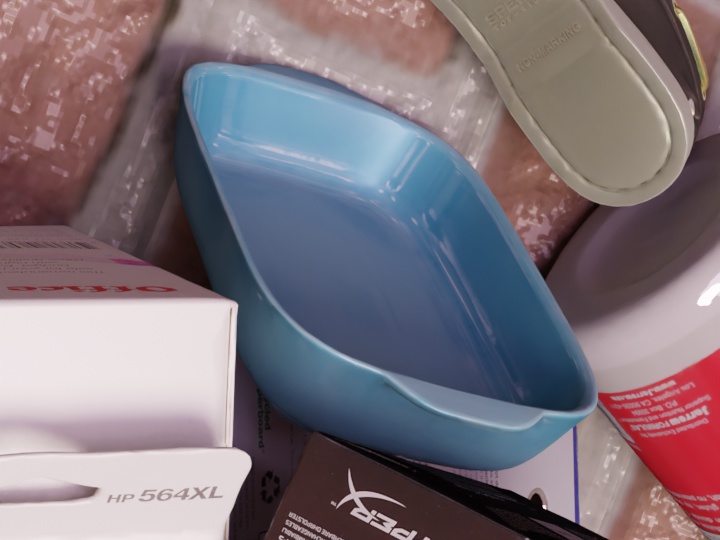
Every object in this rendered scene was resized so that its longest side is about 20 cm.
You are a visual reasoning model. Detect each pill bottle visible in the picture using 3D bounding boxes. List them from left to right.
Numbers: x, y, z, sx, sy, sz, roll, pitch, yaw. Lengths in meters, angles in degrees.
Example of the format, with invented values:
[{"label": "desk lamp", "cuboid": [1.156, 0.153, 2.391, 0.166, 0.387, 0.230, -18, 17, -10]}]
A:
[{"label": "pill bottle", "cuboid": [0.163, 0.056, 0.848, 0.112, 0.112, 0.200, -45, 109, -11]}]

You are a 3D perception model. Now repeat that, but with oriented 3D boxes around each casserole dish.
[{"label": "casserole dish", "cuboid": [0.000, 0.000, 0.750, 0.120, 0.200, 0.039, 15, 118, -27]}]

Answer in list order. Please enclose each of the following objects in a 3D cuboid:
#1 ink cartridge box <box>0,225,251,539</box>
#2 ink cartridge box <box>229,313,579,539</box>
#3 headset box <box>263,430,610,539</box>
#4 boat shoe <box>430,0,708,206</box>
[{"label": "ink cartridge box", "cuboid": [-0.120, 0.060, 0.690, 0.128, 0.200, 0.126, -1, 98, -21]}, {"label": "ink cartridge box", "cuboid": [0.005, 0.111, 0.806, 0.199, 0.043, 0.198, -4, 94, -52]}, {"label": "headset box", "cuboid": [0.006, 0.160, 0.675, 0.149, 0.077, 0.201, 23, 92, -62]}, {"label": "boat shoe", "cuboid": [0.055, -0.118, 0.816, 0.071, 0.061, 0.202, -26, 99, 29]}]
